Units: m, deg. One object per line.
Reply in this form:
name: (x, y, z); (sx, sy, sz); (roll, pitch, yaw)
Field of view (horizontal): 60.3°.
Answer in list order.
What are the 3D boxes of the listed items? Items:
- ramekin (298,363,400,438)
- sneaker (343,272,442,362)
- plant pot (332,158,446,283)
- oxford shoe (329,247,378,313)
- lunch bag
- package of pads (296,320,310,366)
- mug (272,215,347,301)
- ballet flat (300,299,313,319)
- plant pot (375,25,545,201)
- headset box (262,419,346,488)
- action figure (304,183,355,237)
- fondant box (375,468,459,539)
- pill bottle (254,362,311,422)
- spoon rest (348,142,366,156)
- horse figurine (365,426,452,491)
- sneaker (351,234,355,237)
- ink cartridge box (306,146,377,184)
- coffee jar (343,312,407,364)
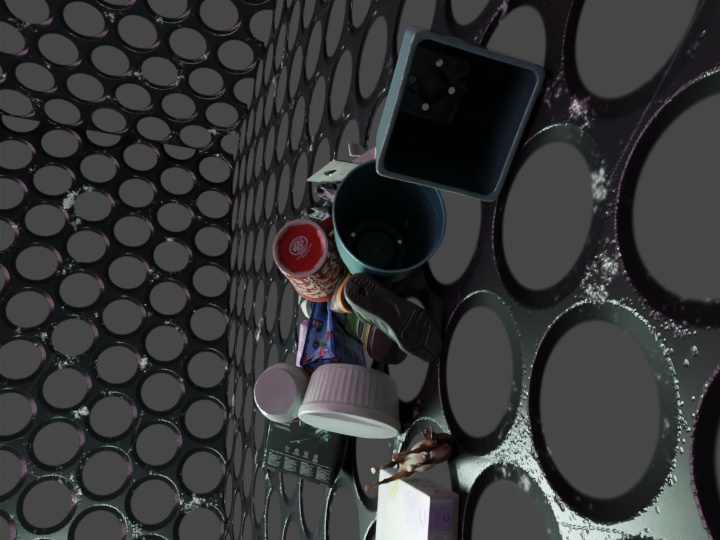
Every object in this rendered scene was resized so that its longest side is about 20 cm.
ramekin: (-0.015, 0.246, 1.168); (0.202, 0.197, 0.097); (138, 145, -61)
sneaker: (0.057, 0.081, 1.074); (0.077, 0.197, 0.114); (-55, -3, -4)
plant pot: (0.041, -0.065, 1.122); (0.189, 0.193, 0.207); (108, 162, -71)
oxford shoe: (0.000, 0.000, 1.246); (0.201, 0.072, 0.072); (-52, 19, -29)
lunch bag: (-0.052, 0.132, 1.350); (0.092, 0.150, 0.205); (-15, 55, 25)
package of pads: (-0.093, 0.227, 1.474); (0.076, 0.117, 0.207); (-18, -64, -81)
mug: (-0.094, -0.043, 1.221); (0.200, 0.129, 0.183); (56, -135, -77)
ballet flat: (-0.100, 0.083, 1.502); (0.070, 0.067, 0.200); (69, -160, -9)
plant pot: (0.126, -0.252, 0.932); (0.202, 0.190, 0.200); (-100, 24, -60)
headset box: (-0.116, 0.357, 1.404); (0.093, 0.169, 0.207); (-41, -38, -75)
action figure: (-0.018, -0.113, 1.328); (0.069, 0.196, 0.134); (-7, -59, -67)
fondant box: (0.088, 0.419, 1.013); (0.199, 0.057, 0.149); (167, 108, -68)
pill bottle: (-0.148, 0.247, 1.253); (0.200, 0.108, 0.116); (61, -150, -76)
spoon rest: (-0.010, -0.214, 1.490); (0.203, 0.059, 0.102); (100, 166, -52)
horse figurine: (0.089, 0.297, 0.987); (0.200, 0.130, 0.051); (-48, 60, 46)
sneaker: (-0.042, -0.004, 1.426); (0.075, 0.097, 0.203); (-65, 1, -56)
ink cartridge box: (-0.003, -0.211, 1.277); (0.199, 0.171, 0.046); (172, 105, -69)
coffee jar: (0.033, 0.108, 1.214); (0.200, 0.083, 0.108); (-146, 68, -69)
